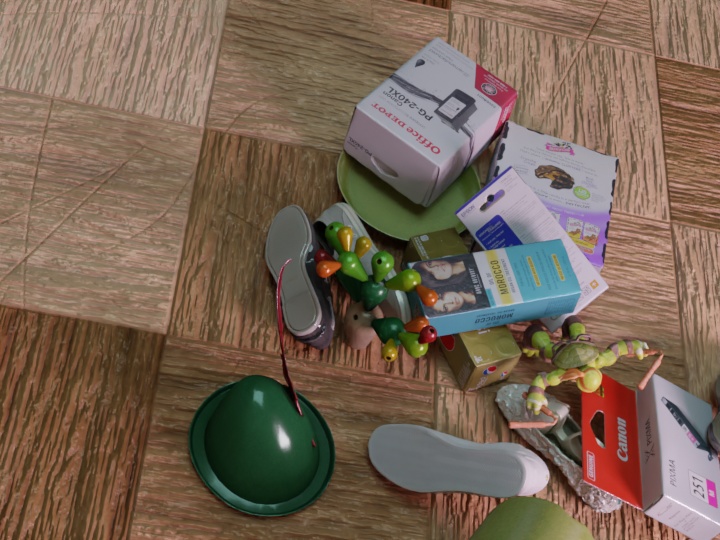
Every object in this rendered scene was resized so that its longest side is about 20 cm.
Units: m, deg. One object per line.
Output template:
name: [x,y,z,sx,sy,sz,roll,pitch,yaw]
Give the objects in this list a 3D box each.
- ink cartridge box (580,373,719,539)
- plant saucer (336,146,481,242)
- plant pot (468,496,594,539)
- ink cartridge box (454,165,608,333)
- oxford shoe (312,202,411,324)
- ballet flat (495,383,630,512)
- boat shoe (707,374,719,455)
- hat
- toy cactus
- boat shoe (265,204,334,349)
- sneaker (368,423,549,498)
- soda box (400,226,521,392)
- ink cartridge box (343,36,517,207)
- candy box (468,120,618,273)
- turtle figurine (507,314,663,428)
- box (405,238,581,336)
ink cartridge box: [0.341,0.200,1.562,0.173,0.044,0.201,29,37,-15]
plant saucer: [0.063,-0.109,1.773,0.198,0.031,0.201,7,52,-9]
plant pot: [0.160,0.342,1.383,0.199,0.201,0.184,30,40,8]
ink cartridge box: [0.214,-0.027,1.676,0.095,0.037,0.200,-39,98,6]
oxford shoe: [0.000,0.000,1.650,0.057,0.075,0.201,-22,59,-22]
ballet flat: [0.246,0.196,1.577,0.072,0.072,0.200,-31,66,-32]
boat shoe: [0.481,0.165,1.632,0.076,0.072,0.200,42,33,-7]
hat: [-0.101,0.141,1.449,0.165,0.177,0.200,-26,64,-30]
toy cactus: [0.008,0.042,1.560,0.102,0.166,0.200,-34,68,-32]
boat shoe: [-0.073,0.011,1.641,0.066,0.057,0.201,-22,51,13]
sneaker: [0.115,0.223,1.524,0.199,0.115,0.074,11,87,28]
soda box: [0.123,0.047,1.653,0.067,0.064,0.201,-13,59,-22]
ink cartridge box: [0.094,-0.200,1.777,0.145,0.084,0.200,36,53,13]
candy box: [0.247,-0.085,1.780,0.166,0.072,0.201,18,52,-1]
turtle figurine: [0.243,0.108,1.576,0.199,0.065,0.161,-27,23,-2]
box: [0.157,0.021,1.602,0.198,0.049,0.083,-9,58,-12]
